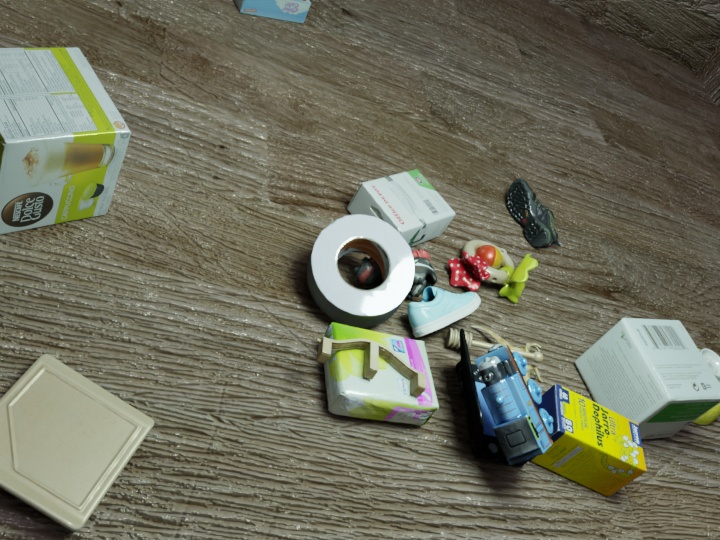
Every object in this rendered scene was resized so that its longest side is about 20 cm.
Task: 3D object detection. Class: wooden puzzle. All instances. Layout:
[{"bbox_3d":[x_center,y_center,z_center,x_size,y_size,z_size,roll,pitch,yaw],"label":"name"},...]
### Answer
[{"bbox_3d":[-0.397,0.222,0.957,0.183,0.037,0.201,33,36,-4],"label":"wooden puzzle"}]

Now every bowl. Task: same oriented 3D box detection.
[{"bbox_3d":[0.792,0.246,1.704,0.197,0.108,0.202,20,42,-19],"label":"bowl"}]

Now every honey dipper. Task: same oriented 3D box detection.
[{"bbox_3d":[0.268,0.153,1.441,0.196,0.038,0.038,12,43,-3],"label":"honey dipper"}]

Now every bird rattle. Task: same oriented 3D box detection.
[{"bbox_3d":[0.283,-0.007,1.628,0.196,0.114,0.164,7,35,-12],"label":"bird rattle"}]

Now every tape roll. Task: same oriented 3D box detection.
[{"bbox_3d":[0.000,0.000,1.358,0.196,0.066,0.204,4,68,-11],"label":"tape roll"}]

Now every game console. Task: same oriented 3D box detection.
[{"bbox_3d":[0.243,0.231,1.328,0.173,0.117,0.202,15,45,-22],"label":"game console"}]

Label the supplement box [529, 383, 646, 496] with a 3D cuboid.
[{"bbox_3d":[0.419,0.321,1.371,0.198,0.110,0.110,26,41,-12],"label":"supplement box"}]

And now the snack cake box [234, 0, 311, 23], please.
[{"bbox_3d":[-0.245,-0.740,1.950,0.198,0.067,0.116,-5,54,-37],"label":"snack cake box"}]

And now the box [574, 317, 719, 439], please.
[{"bbox_3d":[0.609,0.230,1.542,0.196,0.172,0.202,4,50,-31],"label":"box"}]

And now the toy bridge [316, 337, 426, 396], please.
[{"bbox_3d":[0.017,0.148,1.213,0.197,0.027,0.068,22,38,-15],"label":"toy bridge"}]

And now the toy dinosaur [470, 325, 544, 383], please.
[{"bbox_3d":[0.316,0.173,1.480,0.100,0.058,0.202,-8,57,-38],"label":"toy dinosaur"}]

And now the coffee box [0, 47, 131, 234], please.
[{"bbox_3d":[-0.515,-0.209,1.153,0.196,0.200,0.201,-17,63,-42],"label":"coffee box"}]

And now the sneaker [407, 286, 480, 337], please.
[{"bbox_3d":[0.168,0.063,1.453,0.199,0.073,0.083,-22,92,-46],"label":"sneaker"}]

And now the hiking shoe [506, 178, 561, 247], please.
[{"bbox_3d":[0.447,-0.145,1.874,0.100,0.076,0.203,6,57,-42],"label":"hiking shoe"}]

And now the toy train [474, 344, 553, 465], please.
[{"bbox_3d":[0.262,0.226,1.246,0.114,0.086,0.203,-9,74,-61],"label":"toy train"}]

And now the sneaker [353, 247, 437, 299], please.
[{"bbox_3d":[0.078,0.010,1.458,0.198,0.071,0.099,-5,52,-39],"label":"sneaker"}]

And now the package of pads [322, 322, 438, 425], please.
[{"bbox_3d":[0.032,0.184,1.263,0.197,0.069,0.156,13,44,-24],"label":"package of pads"}]

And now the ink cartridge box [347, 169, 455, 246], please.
[{"bbox_3d":[0.089,-0.130,1.589,0.198,0.085,0.147,-20,64,-44],"label":"ink cartridge box"}]
